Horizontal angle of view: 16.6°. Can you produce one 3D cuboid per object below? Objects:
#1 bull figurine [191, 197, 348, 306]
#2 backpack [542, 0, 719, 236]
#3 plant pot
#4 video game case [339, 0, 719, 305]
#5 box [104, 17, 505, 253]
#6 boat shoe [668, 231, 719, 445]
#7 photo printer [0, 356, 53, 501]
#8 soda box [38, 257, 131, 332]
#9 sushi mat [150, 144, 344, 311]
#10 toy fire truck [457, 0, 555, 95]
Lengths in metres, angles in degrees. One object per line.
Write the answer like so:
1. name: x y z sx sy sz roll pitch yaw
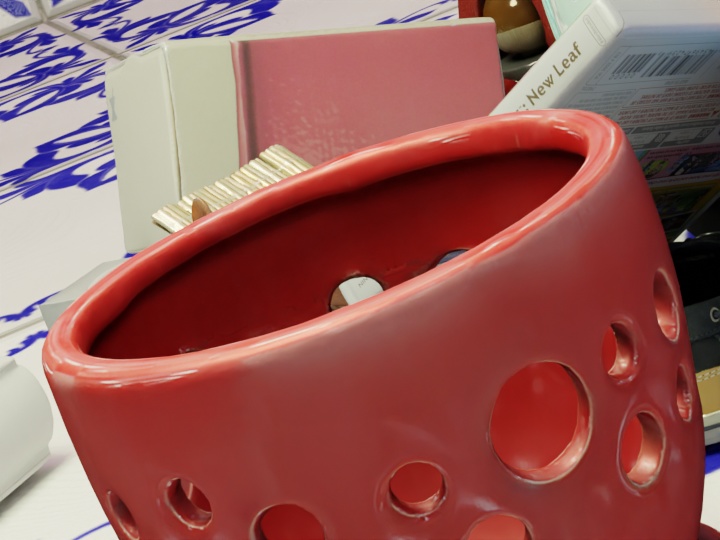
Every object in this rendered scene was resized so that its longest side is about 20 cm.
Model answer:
1. bull figurine: 0.016 -0.014 1.142 0.199 0.066 0.121 -21 33 -33
2. backpack: 0.174 -0.134 1.191 0.175 0.153 0.201 -37 49 17
3. plant pot: 0.018 0.068 0.796 0.199 0.184 0.201 -18 15 5
4. video game case: 0.109 -0.051 1.028 0.199 0.022 0.182 -9 -31 -47
5. box: -0.030 -0.075 1.388 0.199 0.110 0.128 -7 -1 -21
6. boat shoe: 0.148 0.014 1.065 0.074 0.063 0.200 -17 13 17
7. photo printer: -0.267 0.117 1.219 0.165 0.070 0.200 -11 17 30
8. soda box: -0.071 0.024 1.301 0.199 0.069 0.063 -10 17 37
9. sushi mat: 0.000 0.000 1.198 0.199 0.012 0.095 32 46 28
10. toy fire truck: 0.123 -0.146 1.457 0.112 0.169 0.200 -27 16 -27
